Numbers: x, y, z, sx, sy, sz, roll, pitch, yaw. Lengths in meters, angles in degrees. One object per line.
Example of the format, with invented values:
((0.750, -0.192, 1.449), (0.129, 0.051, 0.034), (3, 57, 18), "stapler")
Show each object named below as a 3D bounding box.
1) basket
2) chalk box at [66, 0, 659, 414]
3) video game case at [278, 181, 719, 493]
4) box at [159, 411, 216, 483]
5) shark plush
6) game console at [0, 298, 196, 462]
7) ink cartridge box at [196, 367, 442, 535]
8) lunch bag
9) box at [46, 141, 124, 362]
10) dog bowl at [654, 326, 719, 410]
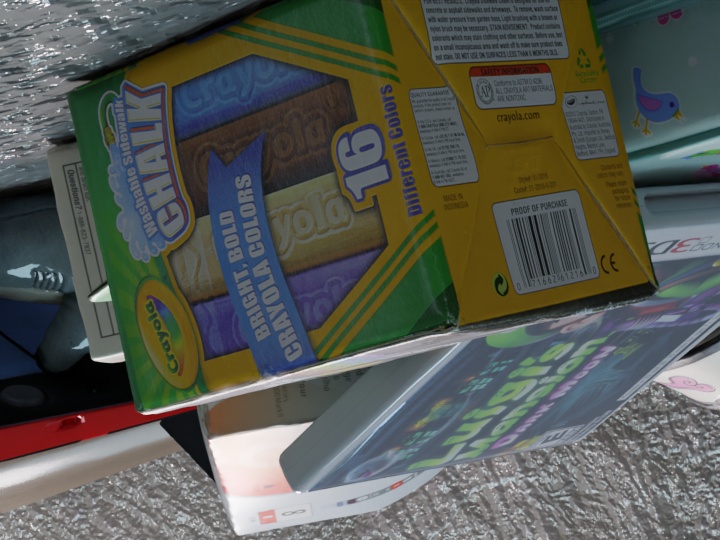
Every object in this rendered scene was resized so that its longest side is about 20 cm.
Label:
((-0.224, 0.112, 1.915), (0.200, 0.136, 0.180), (-16, 177, -4), "basket")
((-0.016, -0.024, 0.826), (0.200, 0.124, 0.124), (-15, 176, 41), "chalk box")
((0.087, 0.027, 0.954), (0.182, 0.023, 0.200), (-5, 151, -42), "video game case")
((-0.009, 0.043, 1.381), (0.200, 0.079, 0.141), (-25, 153, -55), "box")
((-0.101, -0.018, 1.044), (0.200, 0.091, 0.083), (-9, 146, 21), "shark plush")
((-0.186, 0.036, 1.130), (0.177, 0.031, 0.200), (-14, -151, -35), "game console")
((0.029, 0.069, 1.051), (0.200, 0.050, 0.162), (-6, 158, -1), "ink cartridge box")
((0.181, -0.086, 0.891), (0.160, 0.077, 0.200), (-18, 173, 42), "lunch bag")
((-0.021, -0.027, 0.962), (0.200, 0.095, 0.078), (-12, 177, 3), "box")
((0.207, -0.014, 1.122), (0.200, 0.074, 0.200), (-44, -159, 21), "dog bowl")
